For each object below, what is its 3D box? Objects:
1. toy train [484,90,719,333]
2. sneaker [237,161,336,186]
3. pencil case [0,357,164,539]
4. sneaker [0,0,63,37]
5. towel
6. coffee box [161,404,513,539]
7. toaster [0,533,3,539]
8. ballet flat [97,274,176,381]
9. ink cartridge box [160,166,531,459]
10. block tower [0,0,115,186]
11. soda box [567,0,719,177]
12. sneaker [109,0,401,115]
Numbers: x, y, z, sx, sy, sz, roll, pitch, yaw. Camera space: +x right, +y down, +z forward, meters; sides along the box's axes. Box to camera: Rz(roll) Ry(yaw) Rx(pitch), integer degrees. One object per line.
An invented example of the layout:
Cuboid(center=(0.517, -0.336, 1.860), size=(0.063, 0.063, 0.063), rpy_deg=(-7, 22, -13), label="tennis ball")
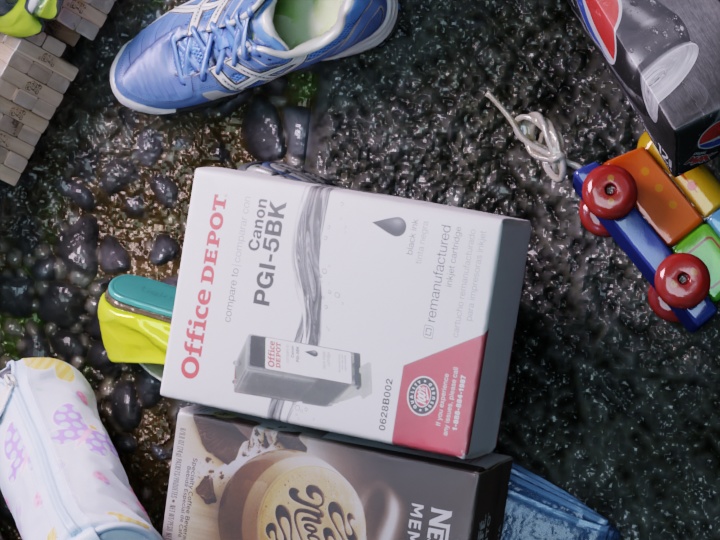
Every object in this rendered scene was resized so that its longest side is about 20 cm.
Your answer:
Cuboid(center=(0.184, -0.071, 1.381), size=(0.116, 0.085, 0.200), rpy_deg=(-38, 81, -2), label="toy train")
Cuboid(center=(0.000, 0.000, 1.427), size=(0.199, 0.074, 0.088), rpy_deg=(25, 102, 20), label="sneaker")
Cuboid(center=(-0.184, 0.138, 1.394), size=(0.083, 0.200, 0.091), rpy_deg=(-19, 128, -13), label="pencil case")
Cuboid(center=(-0.278, -0.198, 1.447), size=(0.199, 0.081, 0.074), rpy_deg=(1, 72, 44), label="sneaker")
Cuboid(center=(0.058, 0.164, 1.413), size=(0.199, 0.049, 0.112), rpy_deg=(27, 95, 11), label="towel")
Cuboid(center=(-0.016, 0.154, 1.364), size=(0.199, 0.080, 0.114), rpy_deg=(9, 95, 19), label="coffee box")
Cuboid(center=(-0.312, 0.194, 1.458), size=(0.199, 0.114, 0.130), rpy_deg=(-27, 87, 11), label="toaster")
Cuboid(center=(-0.080, 0.057, 1.444), size=(0.199, 0.067, 0.067), rpy_deg=(14, 112, 15), label="ballet flat")
Cuboid(center=(-0.010, 0.024, 1.341), size=(0.199, 0.083, 0.148), rpy_deg=(9, 92, 16), label="ink cartridge box")
Cuboid(center=(-0.213, -0.161, 1.467), size=(0.058, 0.054, 0.201), rpy_deg=(32, 94, 47), label="block tower")
Cuboid(center=(0.175, -0.161, 1.355), size=(0.070, 0.063, 0.201), rpy_deg=(-25, 64, -5), label="soda box")
Cuboid(center=(-0.076, -0.156, 1.436), size=(0.199, 0.077, 0.076), rpy_deg=(-20, 86, 12), label="sneaker")
